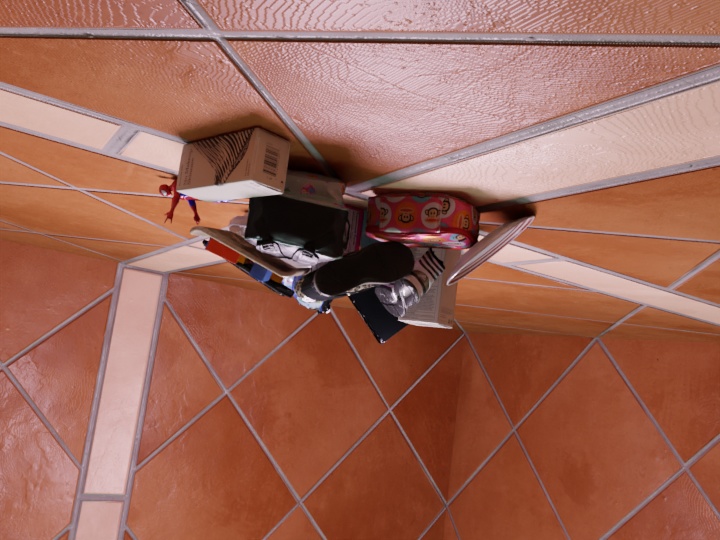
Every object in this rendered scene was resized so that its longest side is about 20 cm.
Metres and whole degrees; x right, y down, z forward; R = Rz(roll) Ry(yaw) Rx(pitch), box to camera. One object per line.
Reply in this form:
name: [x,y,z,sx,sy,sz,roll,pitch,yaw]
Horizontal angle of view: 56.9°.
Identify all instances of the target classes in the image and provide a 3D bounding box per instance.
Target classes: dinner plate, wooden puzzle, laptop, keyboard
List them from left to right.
wooden puzzle: [-0.196,-0.022,1.194,0.196,0.047,0.185,24,-178,3]
keyboard: [-0.209,0.000,1.277,0.198,0.021,0.127,32,-176,23]
laptop: [0.039,0.068,1.543,0.102,0.179,0.200,-34,174,-4]
dinner plate: [0.231,-0.042,1.207,0.198,0.025,0.200,-34,168,-8]

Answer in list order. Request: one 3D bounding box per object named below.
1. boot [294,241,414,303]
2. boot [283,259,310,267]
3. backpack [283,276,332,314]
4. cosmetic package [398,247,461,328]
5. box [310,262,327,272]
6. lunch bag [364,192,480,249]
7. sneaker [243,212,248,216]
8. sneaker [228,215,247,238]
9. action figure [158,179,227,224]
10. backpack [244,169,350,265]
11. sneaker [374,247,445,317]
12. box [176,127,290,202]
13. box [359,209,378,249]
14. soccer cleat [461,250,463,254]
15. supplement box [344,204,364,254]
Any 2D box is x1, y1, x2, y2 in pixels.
boot: [-0.016,0.005,1.211,0.200,0.075,0.153,-16,178,-26]
boot: [-0.081,-0.049,1.479,0.195,0.075,0.090,-17,172,5]
backpack: [-0.112,-0.002,1.609,0.144,0.187,0.200,21,173,-2]
cosmetic package: [0.147,0.012,1.393,0.102,0.206,0.072,3,170,37]
box: [0.000,0.000,1.366,0.139,0.037,0.199,0,174,19]
lunch bag: [0.118,-0.086,1.211,0.195,0.084,0.176,4,175,22]
sneaker: [-0.178,-0.085,1.491,0.195,0.082,0.078,2,169,27]
sneaker: [-0.181,-0.094,1.377,0.196,0.087,0.073,12,152,-31]
action figure: [-0.307,-0.124,1.307,0.195,0.102,0.065,10,172,4]
backpack: [-0.101,-0.087,1.127,0.171,0.158,0.200,8,173,-1]
sneaker: [0.106,0.022,1.290,0.076,0.115,0.200,53,159,-2]
box: [-0.198,-0.157,1.018,0.197,0.084,0.068,-1,168,43]
box: [0.059,-0.061,1.396,0.048,0.085,0.199,4,170,22]
soccer cleat: [0.163,0.014,1.471,0.068,0.201,0.086,33,-157,-18]
supplement box: [-0.102,-0.087,1.314,0.196,0.106,0.100,15,168,-32]
